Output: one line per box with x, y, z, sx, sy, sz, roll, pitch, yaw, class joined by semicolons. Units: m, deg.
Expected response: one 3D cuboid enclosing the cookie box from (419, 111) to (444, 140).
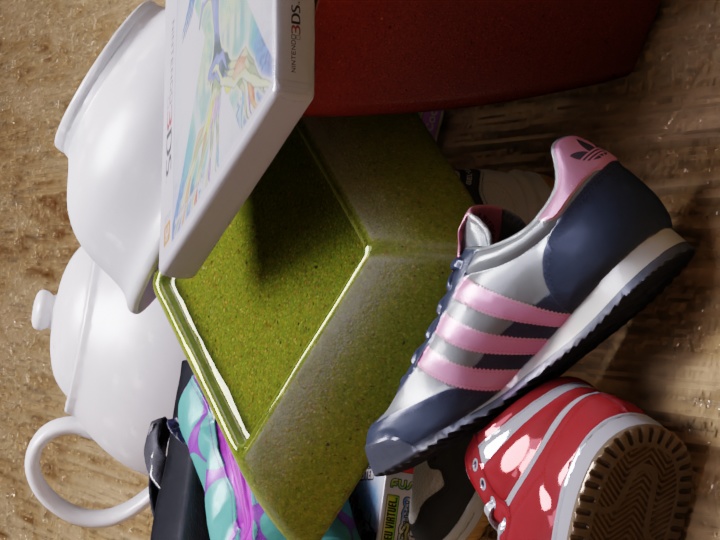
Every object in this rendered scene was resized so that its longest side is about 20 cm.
-0.012;-0.110;1.638;0.200;0.075;0.172;-136;60;-70;cookie box

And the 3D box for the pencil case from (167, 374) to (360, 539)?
-0.049;0.125;1.485;0.085;0.092;0.200;-37;33;12;pencil case

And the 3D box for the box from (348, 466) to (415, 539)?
-0.008;0.150;1.548;0.200;0.034;0.111;163;117;-70;box

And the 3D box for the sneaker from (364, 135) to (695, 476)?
0.062;0.017;1.258;0.200;0.070;0.082;-41;78;30;sneaker

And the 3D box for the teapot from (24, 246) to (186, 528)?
-0.142;0.044;1.792;0.198;0.145;0.201;110;168;-62;teapot

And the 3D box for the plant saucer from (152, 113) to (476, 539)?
-0.033;0.001;1.371;0.200;0.048;0.200;-58;41;27;plant saucer

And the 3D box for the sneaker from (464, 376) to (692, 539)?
0.078;0.144;1.231;0.201;0.071;0.112;-68;24;10;sneaker

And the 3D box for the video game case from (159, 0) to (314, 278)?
-0.061;-0.118;1.318;0.200;0.022;0.183;129;145;-59;video game case

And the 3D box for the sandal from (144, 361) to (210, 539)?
-0.110;0.122;1.612;0.201;0.043;0.076;-82;-15;-54;sandal

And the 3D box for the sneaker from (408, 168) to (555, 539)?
0.040;0.042;1.379;0.076;0.087;0.201;-139;59;-67;sneaker

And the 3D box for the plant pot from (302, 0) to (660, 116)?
0.055;-0.192;1.312;0.200;0.175;0.201;-105;29;-54;plant pot

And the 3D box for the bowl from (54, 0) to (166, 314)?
-0.104;-0.082;1.502;0.202;0.090;0.201;-58;-1;-2;bowl
